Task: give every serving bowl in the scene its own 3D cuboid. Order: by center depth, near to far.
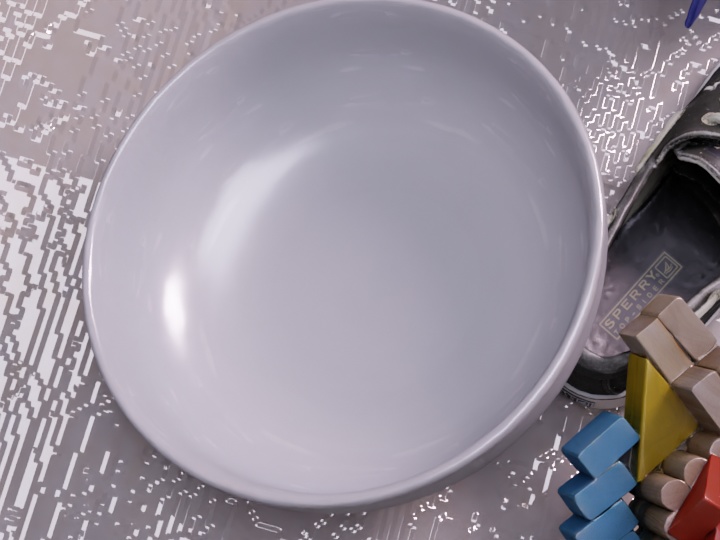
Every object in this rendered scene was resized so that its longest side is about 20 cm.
[{"bbox_3d":[0.000,0.000,0.915,0.200,0.066,0.200,-7,68,16],"label":"serving bowl"}]

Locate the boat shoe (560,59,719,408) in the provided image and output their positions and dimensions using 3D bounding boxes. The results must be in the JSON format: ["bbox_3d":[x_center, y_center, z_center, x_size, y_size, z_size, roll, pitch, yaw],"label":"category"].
[{"bbox_3d":[0.143,-0.032,0.943,0.071,0.064,0.200,35,75,8],"label":"boat shoe"}]

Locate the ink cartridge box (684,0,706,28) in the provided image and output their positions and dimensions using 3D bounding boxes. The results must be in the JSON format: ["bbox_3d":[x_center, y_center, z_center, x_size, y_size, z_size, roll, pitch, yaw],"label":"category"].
[{"bbox_3d":[0.143,-0.198,0.955,0.076,0.136,0.200,-3,73,-1],"label":"ink cartridge box"}]

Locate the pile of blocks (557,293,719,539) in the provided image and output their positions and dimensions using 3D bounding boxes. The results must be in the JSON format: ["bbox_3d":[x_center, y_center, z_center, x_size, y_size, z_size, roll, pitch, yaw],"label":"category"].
[{"bbox_3d":[0.106,0.110,0.871,0.082,0.062,0.200,-2,92,-11],"label":"pile of blocks"}]
